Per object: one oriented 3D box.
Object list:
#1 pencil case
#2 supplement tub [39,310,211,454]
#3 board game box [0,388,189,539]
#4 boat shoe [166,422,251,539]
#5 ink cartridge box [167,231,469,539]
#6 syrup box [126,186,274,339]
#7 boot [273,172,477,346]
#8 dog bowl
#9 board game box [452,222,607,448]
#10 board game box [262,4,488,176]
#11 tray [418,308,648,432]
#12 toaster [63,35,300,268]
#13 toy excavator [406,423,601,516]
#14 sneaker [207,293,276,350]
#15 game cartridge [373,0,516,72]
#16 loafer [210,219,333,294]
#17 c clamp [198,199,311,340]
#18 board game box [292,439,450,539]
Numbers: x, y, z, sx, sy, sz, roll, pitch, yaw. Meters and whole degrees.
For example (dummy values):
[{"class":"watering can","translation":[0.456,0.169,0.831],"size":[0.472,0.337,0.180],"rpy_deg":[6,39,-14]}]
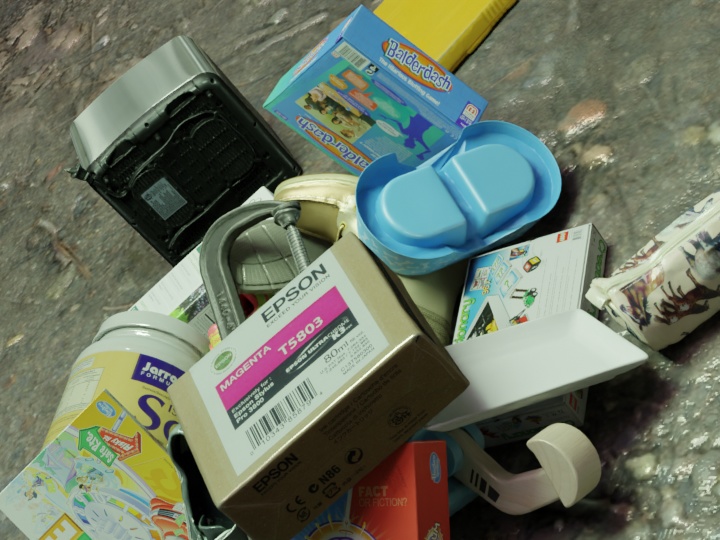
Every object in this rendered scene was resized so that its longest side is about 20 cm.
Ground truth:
[{"class":"pencil case","translation":[0.276,-0.018,1.459],"size":[0.200,0.089,0.078],"rpy_deg":[-39,34,7]},{"class":"supplement tub","translation":[-0.214,0.152,1.713],"size":[0.145,0.145,0.200],"rpy_deg":[-16,42,34]},{"class":"board game box","translation":[-0.196,0.219,1.584],"size":[0.134,0.200,0.034],"rpy_deg":[-45,3,-4]},{"class":"boat shoe","translation":[-0.122,0.212,1.523],"size":[0.073,0.201,0.062],"rpy_deg":[-4,9,26]},{"class":"ink cartridge box","translation":[-0.037,0.089,1.402],"size":[0.200,0.075,0.165],"rpy_deg":[-41,35,5]},{"class":"syrup box","translation":[-0.134,0.019,1.838],"size":[0.200,0.081,0.079],"rpy_deg":[-43,35,1]},{"class":"boot","translation":[0.000,0.000,1.674],"size":[0.199,0.073,0.156],"rpy_deg":[14,58,6]},{"class":"dog bowl","translation":[0.084,-0.061,1.652],"size":[0.200,0.050,0.112],"rpy_deg":[-22,66,-23]},{"class":"board game box","translation":[0.137,0.056,1.564],"size":[0.126,0.035,0.200],"rpy_deg":[-16,42,32]},{"class":"board game box","translation":[0.011,-0.158,1.765],"size":[0.045,0.152,0.200],"rpy_deg":[-60,14,-26]},{"class":"tray","translation":[0.114,0.081,1.438],"size":[0.199,0.022,0.107],"rpy_deg":[-15,26,-22]},{"class":"toaster","translation":[-0.195,-0.128,1.959],"size":[0.181,0.200,0.119],"rpy_deg":[-40,38,4]},{"class":"toy excavator","translation":[0.076,0.154,1.455],"size":[0.100,0.200,0.195],"rpy_deg":[-29,-28,-48]},{"class":"sneaker","translation":[-0.109,0.091,1.715],"size":[0.078,0.090,0.200],"rpy_deg":[-38,29,33]},{"class":"game cartridge","translation":[0.053,-0.242,1.988],"size":[0.200,0.032,0.176],"rpy_deg":[-47,34,-11]},{"class":"loafer","translation":[-0.056,-0.019,1.766],"size":[0.200,0.072,0.063],"rpy_deg":[-23,-14,-24]},{"class":"c clamp","translation":[-0.063,0.018,1.652],"size":[0.171,0.027,0.200],"rpy_deg":[-36,66,25]},{"class":"board game box","translation":[0.000,0.232,1.408],"size":[0.153,0.040,0.201],"rpy_deg":[-8,82,41]}]
